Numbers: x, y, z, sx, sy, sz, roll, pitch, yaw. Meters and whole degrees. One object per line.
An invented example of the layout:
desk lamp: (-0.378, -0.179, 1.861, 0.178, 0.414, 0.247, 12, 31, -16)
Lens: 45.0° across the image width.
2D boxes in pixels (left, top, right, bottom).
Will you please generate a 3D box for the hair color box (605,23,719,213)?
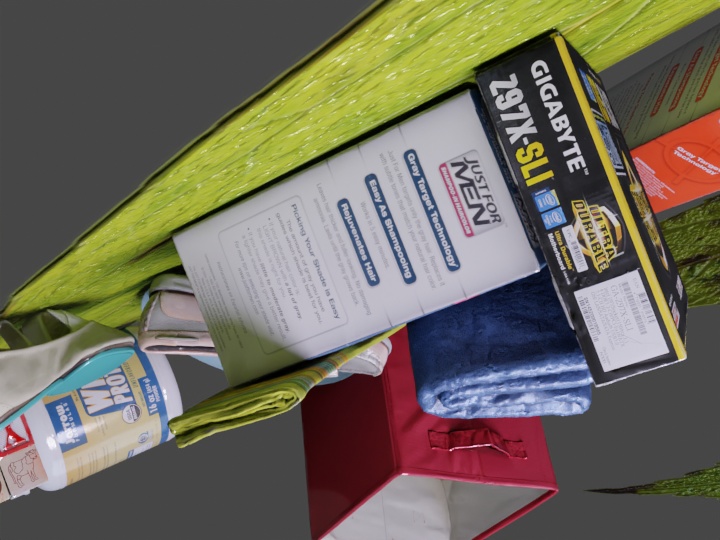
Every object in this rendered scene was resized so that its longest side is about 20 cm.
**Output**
hair color box: (0.221, -0.101, 0.598, 0.102, 0.061, 0.200, -59, -168, -20)

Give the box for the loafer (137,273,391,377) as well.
loafer: (-0.077, 0.060, 0.690, 0.199, 0.063, 0.072, 15, 150, -2)

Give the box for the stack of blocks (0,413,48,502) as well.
stack of blocks: (-0.327, 0.135, 0.680, 0.058, 0.116, 0.200, -20, 177, -44)

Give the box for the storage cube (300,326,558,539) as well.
storage cube: (0.056, 0.153, 0.834, 0.170, 0.180, 0.200, 12, 139, -25)

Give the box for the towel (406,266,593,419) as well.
towel: (0.082, -0.004, 0.549, 0.111, 0.201, 0.049, -6, 141, 5)

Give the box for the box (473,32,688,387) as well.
box: (0.133, -0.037, 0.486, 0.049, 0.160, 0.200, -24, 177, 21)

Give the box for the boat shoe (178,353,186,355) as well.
boat shoe: (-0.147, 0.046, 0.882, 0.072, 0.072, 0.200, -21, 177, -42)

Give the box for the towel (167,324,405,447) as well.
towel: (-0.034, 0.064, 0.554, 0.086, 0.018, 0.200, -18, -178, 22)

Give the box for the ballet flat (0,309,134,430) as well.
ballet flat: (-0.220, 0.059, 0.597, 0.069, 0.070, 0.200, -23, -177, 12)

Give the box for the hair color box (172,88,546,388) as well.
hair color box: (-0.001, -0.014, 0.495, 0.199, 0.100, 0.060, -22, 179, 25)

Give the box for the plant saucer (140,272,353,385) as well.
plant saucer: (-0.092, 0.043, 0.772, 0.200, 0.039, 0.201, 10, 150, 6)

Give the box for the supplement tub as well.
supplement tub: (-0.320, 0.160, 0.988, 0.199, 0.145, 0.145, -21, 178, -31)
